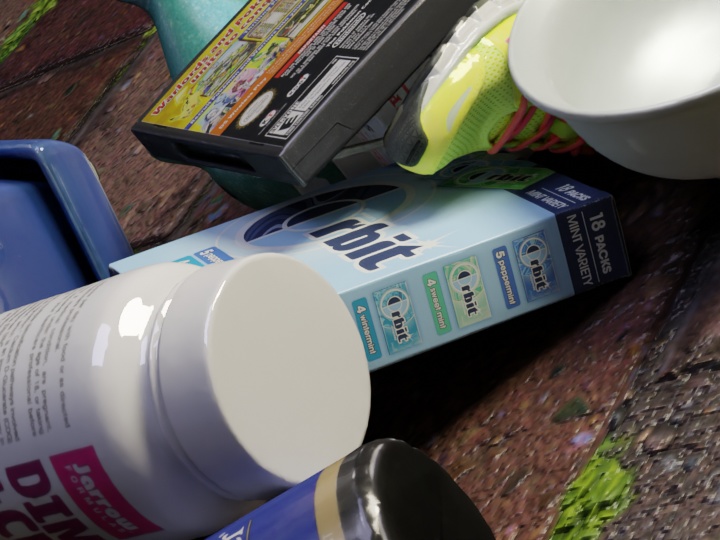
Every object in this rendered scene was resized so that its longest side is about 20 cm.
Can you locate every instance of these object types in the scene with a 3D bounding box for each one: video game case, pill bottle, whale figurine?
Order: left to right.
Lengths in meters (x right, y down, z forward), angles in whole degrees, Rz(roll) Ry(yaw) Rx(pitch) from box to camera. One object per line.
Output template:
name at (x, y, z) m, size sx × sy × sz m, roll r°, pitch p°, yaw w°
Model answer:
pill bottle at (-0.100, 0.060, 1.119) m, size 0.200 × 0.113 × 0.113 m, roll -17°, pitch 31°, yaw 40°
pill bottle at (-0.043, 0.158, 1.044) m, size 0.200 × 0.112 × 0.112 m, roll -32°, pitch 23°, yaw 19°
whale figurine at (-0.059, -0.121, 1.458) m, size 0.159 × 0.200 × 0.104 m, roll -43°, pitch -3°, yaw -2°
video game case at (-0.007, -0.126, 1.326) m, size 0.200 × 0.026 × 0.181 m, roll -48°, pitch 25°, yaw -14°

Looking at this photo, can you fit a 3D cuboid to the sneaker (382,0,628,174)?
sneaker at (0.090, -0.088, 1.282) m, size 0.200 × 0.090 × 0.078 m, roll -35°, pitch -13°, yaw -44°

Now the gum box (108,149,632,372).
gum box at (0.000, 0.000, 1.265) m, size 0.200 × 0.045 × 0.170 m, roll -21°, pitch 18°, yaw -15°

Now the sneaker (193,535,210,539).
sneaker at (-0.075, 0.121, 1.214) m, size 0.202 × 0.077 × 0.146 m, roll -42°, pitch 26°, yaw -15°

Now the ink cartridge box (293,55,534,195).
ink cartridge box at (0.047, -0.107, 1.391) m, size 0.200 × 0.117 × 0.067 m, roll -45°, pitch 22°, yaw -9°

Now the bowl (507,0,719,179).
bowl at (0.172, -0.103, 1.204) m, size 0.201 × 0.090 × 0.201 m, roll -24°, pitch 31°, yaw 16°

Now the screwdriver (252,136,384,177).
screwdriver at (0.038, -0.067, 1.325) m, size 0.200 × 0.028 × 0.029 m, roll -19°, pitch 48°, yaw -29°

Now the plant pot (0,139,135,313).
plant pot at (-0.214, 0.039, 1.424) m, size 0.180 × 0.200 × 0.200 m, roll -33°, pitch 17°, yaw -28°
